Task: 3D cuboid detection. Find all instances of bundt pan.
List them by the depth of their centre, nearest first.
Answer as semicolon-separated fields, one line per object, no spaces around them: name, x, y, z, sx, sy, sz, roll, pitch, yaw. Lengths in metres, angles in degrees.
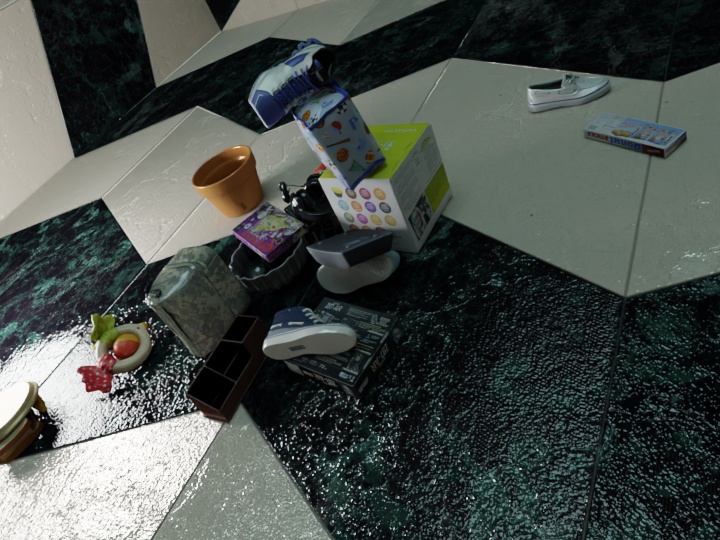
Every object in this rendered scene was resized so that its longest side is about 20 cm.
bundt pan;-0.211;-0.024;1.315;0.197;0.077;0.204;-17;39;14

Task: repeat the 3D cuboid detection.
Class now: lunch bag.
lunch bag;-0.057;-0.288;1.115;0.123;0.171;0.200;-39;38;-3
lunch bag;-0.361;0.068;1.203;0.136;0.202;0.170;-3;42;29

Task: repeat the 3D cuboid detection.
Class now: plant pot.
plant pot;-0.379;-0.255;1.631;0.196;0.141;0.203;-18;39;15

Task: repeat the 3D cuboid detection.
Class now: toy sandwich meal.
toy sandwich meal;-0.814;0.351;1.280;0.201;0.071;0.207;-21;35;16

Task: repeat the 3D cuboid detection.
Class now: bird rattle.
bird rattle;-0.577;0.188;1.291;0.159;0.115;0.202;-13;40;-8

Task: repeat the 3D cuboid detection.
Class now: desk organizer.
desk organizer;-0.256;0.191;1.098;0.070;0.078;0.202;1;46;32

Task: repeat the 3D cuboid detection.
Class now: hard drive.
hard drive;-0.024;-0.047;1.141;0.133;0.043;0.199;-22;15;-22

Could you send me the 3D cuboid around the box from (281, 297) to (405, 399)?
box;-0.037;0.141;1.045;0.197;0.044;0.161;11;52;40

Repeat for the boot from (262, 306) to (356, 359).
boot;-0.092;0.104;1.024;0.196;0.073;0.092;-10;47;25

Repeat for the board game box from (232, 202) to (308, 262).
board game box;-0.221;-0.096;1.321;0.120;0.033;0.199;-45;40;-13

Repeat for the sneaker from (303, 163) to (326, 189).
sneaker;-0.106;-0.246;1.519;0.084;0.078;0.201;-7;35;42

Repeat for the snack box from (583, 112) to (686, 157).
snack box;0.579;-0.292;1.168;0.071;0.025;0.199;-37;38;-12

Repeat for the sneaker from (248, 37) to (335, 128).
sneaker;-0.118;-0.361;1.037;0.200;0.081;0.115;-47;37;-7

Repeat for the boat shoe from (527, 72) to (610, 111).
boat shoe;0.511;-0.449;1.354;0.196;0.067;0.075;-13;40;19

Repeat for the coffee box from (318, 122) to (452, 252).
coffee box;0.062;-0.190;1.232;0.196;0.200;0.201;8;50;37

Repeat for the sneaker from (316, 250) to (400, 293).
sneaker;0.000;0.000;1.179;0.196;0.076;0.082;-7;12;33

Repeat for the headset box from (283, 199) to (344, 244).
headset box;-0.075;-0.160;1.384;0.198;0.078;0.148;-37;39;-12

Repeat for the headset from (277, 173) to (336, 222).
headset;-0.121;-0.170;1.325;0.197;0.095;0.124;25;56;28
